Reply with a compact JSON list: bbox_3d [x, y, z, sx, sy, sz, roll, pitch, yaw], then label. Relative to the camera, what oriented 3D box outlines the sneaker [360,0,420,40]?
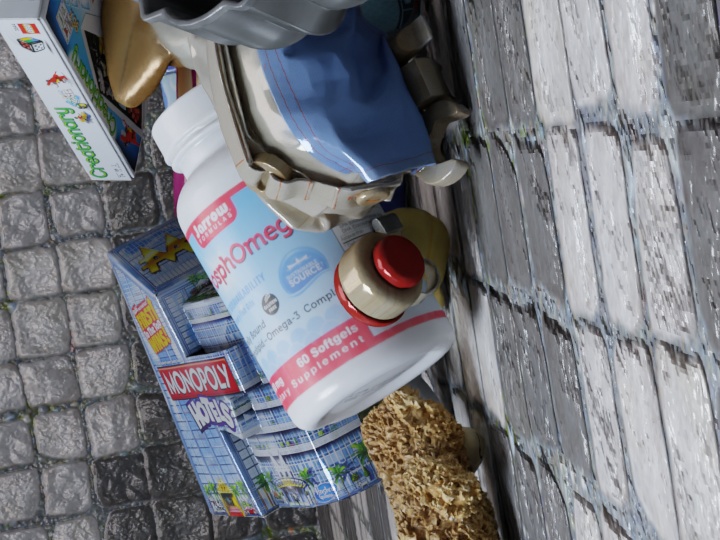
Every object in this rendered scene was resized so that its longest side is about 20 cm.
[{"bbox_3d":[-0.013,-0.214,1.315,0.096,0.079,0.201,84,175,-71],"label":"sneaker"}]

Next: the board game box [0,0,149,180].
[{"bbox_3d":[-0.176,-0.160,1.450,0.200,0.034,0.127,67,-152,-61],"label":"board game box"}]

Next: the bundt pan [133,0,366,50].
[{"bbox_3d":[-0.033,-0.199,1.151,0.076,0.202,0.203,27,-144,-39],"label":"bundt pan"}]

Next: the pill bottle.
[{"bbox_3d":[-0.038,-0.017,1.323,0.201,0.108,0.109,59,171,11],"label":"pill bottle"}]

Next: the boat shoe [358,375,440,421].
[{"bbox_3d":[-0.021,0.080,1.558,0.200,0.062,0.072,36,135,28],"label":"boat shoe"}]

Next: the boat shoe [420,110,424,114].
[{"bbox_3d":[0.014,-0.155,1.391,0.063,0.072,0.201,-19,68,40],"label":"boat shoe"}]

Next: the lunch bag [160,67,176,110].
[{"bbox_3d":[-0.060,-0.088,1.857,0.200,0.127,0.171,16,-116,-62],"label":"lunch bag"}]

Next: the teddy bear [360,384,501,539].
[{"bbox_3d":[0.060,0.157,1.342,0.200,0.067,0.145,-108,-8,-57],"label":"teddy bear"}]

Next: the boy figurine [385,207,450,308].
[{"bbox_3d":[0.000,0.000,1.444,0.200,0.124,0.065,154,137,-73],"label":"boy figurine"}]

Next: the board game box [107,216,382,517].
[{"bbox_3d":[-0.085,0.060,1.492,0.201,0.062,0.200,64,157,-6],"label":"board game box"}]

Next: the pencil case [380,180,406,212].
[{"bbox_3d":[-0.004,-0.027,1.591,0.087,0.078,0.201,-139,39,-57],"label":"pencil case"}]

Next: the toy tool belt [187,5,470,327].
[{"bbox_3d":[-0.003,-0.081,1.227,0.123,0.125,0.201,-40,75,44],"label":"toy tool belt"}]

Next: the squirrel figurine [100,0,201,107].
[{"bbox_3d":[-0.069,-0.203,1.466,0.186,0.141,0.201,-14,-91,-55],"label":"squirrel figurine"}]

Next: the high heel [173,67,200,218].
[{"bbox_3d":[-0.120,-0.121,1.551,0.067,0.096,0.201,-5,72,45],"label":"high heel"}]
